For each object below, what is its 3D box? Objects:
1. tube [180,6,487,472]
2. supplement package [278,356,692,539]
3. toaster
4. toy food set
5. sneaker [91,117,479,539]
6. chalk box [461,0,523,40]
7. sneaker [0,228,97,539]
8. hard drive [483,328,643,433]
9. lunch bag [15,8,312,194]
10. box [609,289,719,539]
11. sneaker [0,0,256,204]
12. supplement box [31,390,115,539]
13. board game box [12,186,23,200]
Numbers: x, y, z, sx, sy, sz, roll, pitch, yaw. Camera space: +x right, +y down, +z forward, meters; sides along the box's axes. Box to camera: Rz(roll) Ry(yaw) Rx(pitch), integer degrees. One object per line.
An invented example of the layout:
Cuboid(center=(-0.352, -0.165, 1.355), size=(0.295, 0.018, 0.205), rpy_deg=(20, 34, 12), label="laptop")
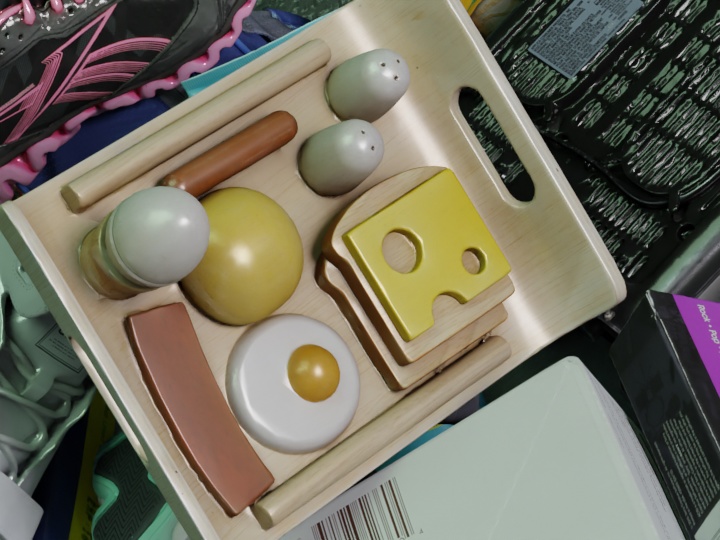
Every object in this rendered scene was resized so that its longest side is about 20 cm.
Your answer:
Cuboid(center=(0.000, 0.000, 1.120), size=(0.077, 0.200, 0.050), rpy_deg=(-23, 3, 15), label="tube")
Cuboid(center=(0.061, 0.175, 0.975), size=(0.191, 0.200, 0.147), rpy_deg=(-31, 45, 11), label="supplement package")
Cuboid(center=(0.137, -0.055, 1.105), size=(0.200, 0.119, 0.181), rpy_deg=(-47, 45, -3), label="toaster")
Cuboid(center=(-0.012, -0.004, 0.930), size=(0.200, 0.144, 0.060), rpy_deg=(-33, 3, -32), label="toy food set")
Cuboid(center=(-0.005, 0.050, 1.014), size=(0.078, 0.140, 0.200), rpy_deg=(5, 62, 54), label="sneaker")
Cuboid(center=(0.057, -0.153, 1.225), size=(0.124, 0.200, 0.125), rpy_deg=(-35, 45, 8), label="chalk box")
Cuboid(center=(-0.126, 0.050, 0.944), size=(0.115, 0.075, 0.200), rpy_deg=(-26, 42, 29), label="sneaker")
Cuboid(center=(0.116, 0.027, 1.168), size=(0.200, 0.033, 0.140), rpy_deg=(-37, 44, 5), label="hard drive")
Cuboid(center=(-0.053, -0.052, 1.235), size=(0.132, 0.200, 0.136), rpy_deg=(-49, 62, 8), label="lunch bag")
Cuboid(center=(0.196, 0.081, 0.964), size=(0.036, 0.200, 0.143), rpy_deg=(-60, 33, 34), label="box")
Cuboid(center=(-0.124, -0.103, 1.116), size=(0.200, 0.095, 0.079), rpy_deg=(-39, 61, 9), label="sneaker")
Cuboid(center=(-0.105, 0.127, 1.077), size=(0.109, 0.200, 0.109), rpy_deg=(-15, 50, 27), label="supplement box")
Cuboid(center=(-0.166, -0.095, 1.414), size=(0.200, 0.097, 0.160), rpy_deg=(-37, 44, 6), label="board game box")
